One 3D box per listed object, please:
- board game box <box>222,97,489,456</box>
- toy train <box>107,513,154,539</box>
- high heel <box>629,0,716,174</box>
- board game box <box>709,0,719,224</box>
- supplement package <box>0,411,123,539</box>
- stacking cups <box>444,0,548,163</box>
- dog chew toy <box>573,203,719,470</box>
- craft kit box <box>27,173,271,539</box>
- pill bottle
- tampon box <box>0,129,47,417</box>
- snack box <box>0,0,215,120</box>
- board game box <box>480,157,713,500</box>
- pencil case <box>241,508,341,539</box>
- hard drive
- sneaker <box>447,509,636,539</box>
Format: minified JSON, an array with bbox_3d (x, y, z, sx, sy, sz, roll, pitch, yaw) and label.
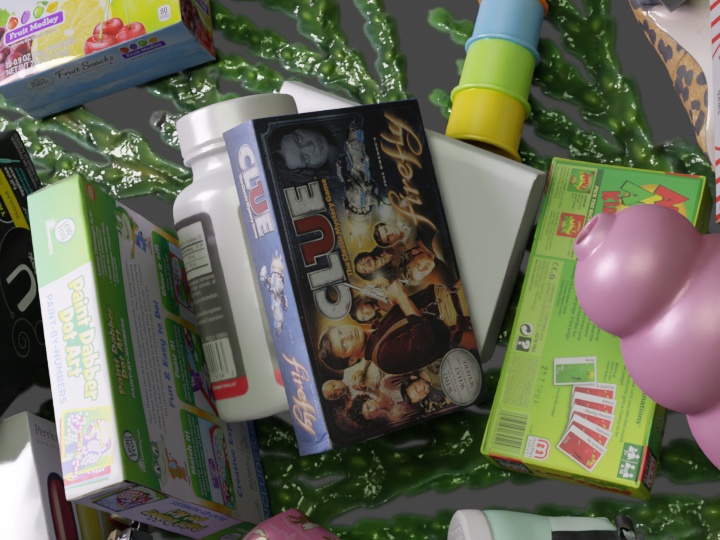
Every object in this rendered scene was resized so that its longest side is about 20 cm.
[{"bbox_3d":[0.000,0.000,0.855,0.035,0.135,0.201,-16,88,51],"label":"board game box"},{"bbox_3d":[-0.149,0.149,0.920,0.046,0.034,0.201,-39,33,34],"label":"toy train"},{"bbox_3d":[0.240,-0.121,0.904,0.071,0.143,0.201,-29,98,12],"label":"high heel"},{"bbox_3d":[0.303,-0.088,0.804,0.199,0.046,0.152,8,70,-15],"label":"board game box"},{"bbox_3d":[-0.219,0.214,0.913,0.109,0.114,0.201,-23,65,13],"label":"supplement package"},{"bbox_3d":[0.102,-0.167,0.969,0.060,0.061,0.201,5,68,22],"label":"stacking cups"},{"bbox_3d":[0.205,0.038,0.781,0.200,0.125,0.125,36,85,-5],"label":"dog chew toy"},{"bbox_3d":[-0.131,0.065,0.887,0.048,0.198,0.201,-19,65,13],"label":"craft kit box"},{"bbox_3d":[-0.060,-0.009,0.904,0.110,0.111,0.201,-14,87,16],"label":"pill bottle"},{"bbox_3d":[-0.300,0.016,0.946,0.126,0.150,0.200,-12,24,17],"label":"tampon box"},{"bbox_3d":[-0.212,-0.242,1.103,0.168,0.068,0.201,-17,64,15],"label":"snack box"},{"bbox_3d":[0.152,0.034,0.875,0.101,0.048,0.201,10,75,23],"label":"board game box"},{"bbox_3d":[0.002,0.235,0.841,0.200,0.087,0.083,34,42,27],"label":"pencil case"},{"bbox_3d":[0.017,-0.036,0.936,0.199,0.027,0.133,23,107,27],"label":"hard drive"},{"bbox_3d":[0.127,0.217,0.771,0.118,0.074,0.201,-1,47,-13],"label":"sneaker"}]
